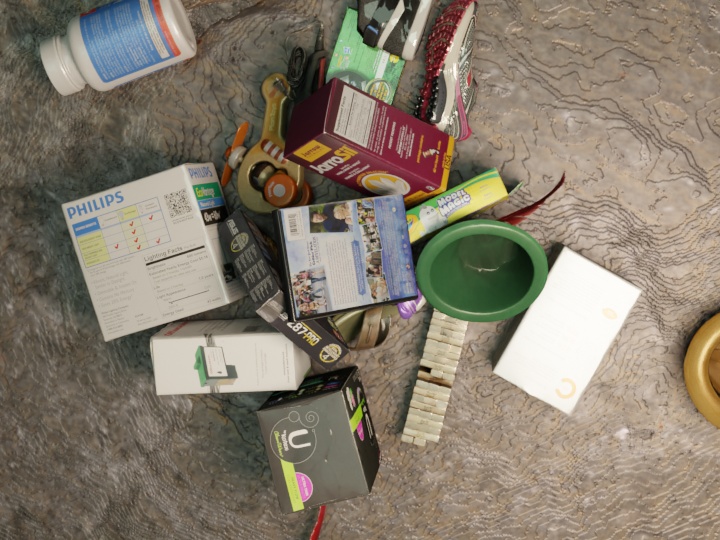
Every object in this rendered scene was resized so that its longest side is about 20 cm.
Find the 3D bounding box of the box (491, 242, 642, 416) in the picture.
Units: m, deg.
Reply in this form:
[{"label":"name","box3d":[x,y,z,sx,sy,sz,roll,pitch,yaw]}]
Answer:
[{"label":"box","box3d":[0.283,0.079,1.644,0.124,0.097,0.201,29,96,2]}]

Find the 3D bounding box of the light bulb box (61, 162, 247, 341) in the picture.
[{"label":"light bulb box","box3d":[-0.282,-0.029,1.666,0.197,0.125,0.201,-16,93,12]}]

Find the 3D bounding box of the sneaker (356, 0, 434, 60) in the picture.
[{"label":"sneaker","box3d":[0.053,-0.399,1.626,0.111,0.073,0.201,19,84,2]}]

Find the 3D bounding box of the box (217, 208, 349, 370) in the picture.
[{"label":"box","box3d":[-0.106,0.025,1.599,0.049,0.200,0.161,-41,130,8]}]

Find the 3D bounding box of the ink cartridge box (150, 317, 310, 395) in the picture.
[{"label":"ink cartridge box","box3d":[-0.180,0.118,1.667,0.199,0.146,0.085,-3,97,6]}]

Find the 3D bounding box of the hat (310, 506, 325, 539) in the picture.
[{"label":"hat","box3d":[-0.061,0.464,1.742,0.165,0.176,0.200,32,133,-12]}]

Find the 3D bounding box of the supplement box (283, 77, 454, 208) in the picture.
[{"label":"supplement box","box3d":[0.012,-0.165,1.591,0.199,0.110,0.086,22,65,-27]}]

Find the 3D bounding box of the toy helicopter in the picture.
[{"label":"toy helicopter","box3d":[-0.133,-0.180,1.676,0.132,0.079,0.201,6,90,18]}]

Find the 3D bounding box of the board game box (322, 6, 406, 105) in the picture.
[{"label":"board game box","box3d":[0.000,-0.261,1.679,0.104,0.023,0.201,20,97,6]}]

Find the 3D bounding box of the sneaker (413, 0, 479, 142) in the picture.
[{"label":"sneaker","box3d":[0.130,-0.278,1.646,0.074,0.081,0.201,10,97,-24]}]

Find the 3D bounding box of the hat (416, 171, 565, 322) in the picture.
[{"label":"hat","box3d":[0.173,-0.043,1.634,0.199,0.176,0.166,12,126,-8]}]

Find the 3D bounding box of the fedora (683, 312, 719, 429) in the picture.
[{"label":"fedora","box3d":[0.538,0.134,1.633,0.200,0.082,0.202,0,96,0]}]

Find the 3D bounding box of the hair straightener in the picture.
[{"label":"hair straightener","box3d":[-0.080,-0.259,1.640,0.077,0.041,0.201,20,71,-35]}]

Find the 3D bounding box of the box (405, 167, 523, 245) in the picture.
[{"label":"box","box3d":[0.130,-0.088,1.634,0.199,0.117,0.049,-24,88,6]}]

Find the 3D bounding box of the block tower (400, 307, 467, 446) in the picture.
[{"label":"block tower","box3d":[0.108,0.147,1.689,0.054,0.058,0.201,14,98,4]}]

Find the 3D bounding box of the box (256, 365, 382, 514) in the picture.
[{"label":"box","box3d":[-0.053,0.229,1.637,0.124,0.200,0.149,-15,94,6]}]

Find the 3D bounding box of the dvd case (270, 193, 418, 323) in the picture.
[{"label":"dvd case","box3d":[-0.017,-0.018,1.523,0.199,0.018,0.143,-9,92,-35]}]

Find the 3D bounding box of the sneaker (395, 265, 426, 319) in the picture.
[{"label":"sneaker","box3d":[0.000,0.000,1.629,0.200,0.081,0.084,29,81,22]}]

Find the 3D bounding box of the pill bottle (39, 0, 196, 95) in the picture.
[{"label":"pill bottle","box3d":[-0.341,-0.318,1.661,0.199,0.112,0.113,-20,93,6]}]

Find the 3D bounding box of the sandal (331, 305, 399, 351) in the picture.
[{"label":"sandal","box3d":[0.020,0.074,1.672,0.201,0.080,0.057,-32,65,6]}]
